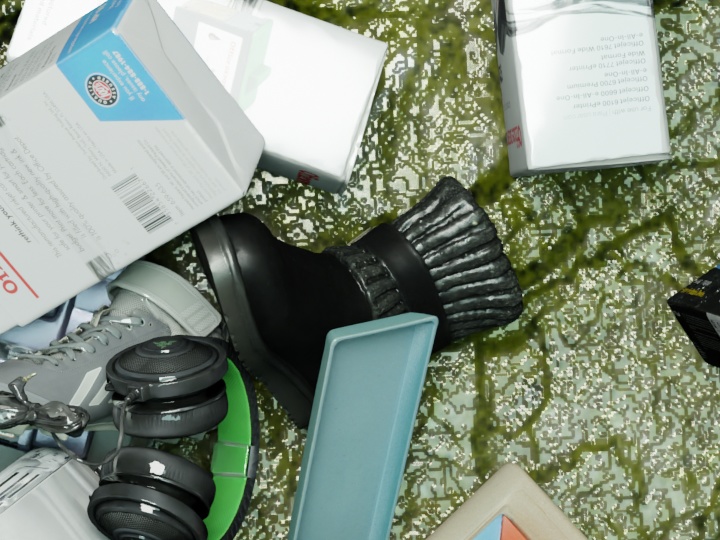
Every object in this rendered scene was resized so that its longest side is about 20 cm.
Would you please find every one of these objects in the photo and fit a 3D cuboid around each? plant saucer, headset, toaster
[{"bbox_3d":[-0.005,0.108,1.500,0.070,0.019,0.201,-12,130,-30],"label":"plant saucer"},{"bbox_3d":[-0.120,0.091,1.410,0.094,0.200,0.124,3,82,23],"label":"headset"},{"bbox_3d":[-0.196,0.190,1.461,0.200,0.114,0.129,-38,90,-18],"label":"toaster"}]

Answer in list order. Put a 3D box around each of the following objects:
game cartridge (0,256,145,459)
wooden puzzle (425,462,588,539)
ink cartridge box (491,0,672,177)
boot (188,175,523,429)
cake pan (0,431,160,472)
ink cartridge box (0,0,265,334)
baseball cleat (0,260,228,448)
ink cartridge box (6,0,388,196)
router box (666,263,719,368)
[{"bbox_3d":[-0.236,0.024,1.510,0.199,0.038,0.130,16,86,-2],"label":"game cartridge"},{"bbox_3d":[0.073,0.228,1.498,0.185,0.037,0.200,-43,53,0],"label":"wooden puzzle"},{"bbox_3d":[0.118,-0.156,1.498,0.083,0.145,0.201,-7,91,-1],"label":"ink cartridge box"},{"bbox_3d":[-0.001,-0.002,1.480,0.157,0.211,0.080,-27,63,3],"label":"boot"},{"bbox_3d":[-0.212,0.068,1.545,0.199,0.037,0.201,0,90,-2],"label":"cake pan"},{"bbox_3d":[-0.166,-0.052,1.411,0.200,0.067,0.116,-28,113,23],"label":"ink cartridge box"},{"bbox_3d":[-0.151,0.045,1.457,0.070,0.200,0.107,7,90,38],"label":"baseball cleat"},{"bbox_3d":[-0.089,-0.116,1.493,0.199,0.146,0.085,19,88,-2],"label":"ink cartridge box"},{"bbox_3d":[0.260,0.000,1.477,0.149,0.200,0.051,-34,94,-2],"label":"router box"}]
